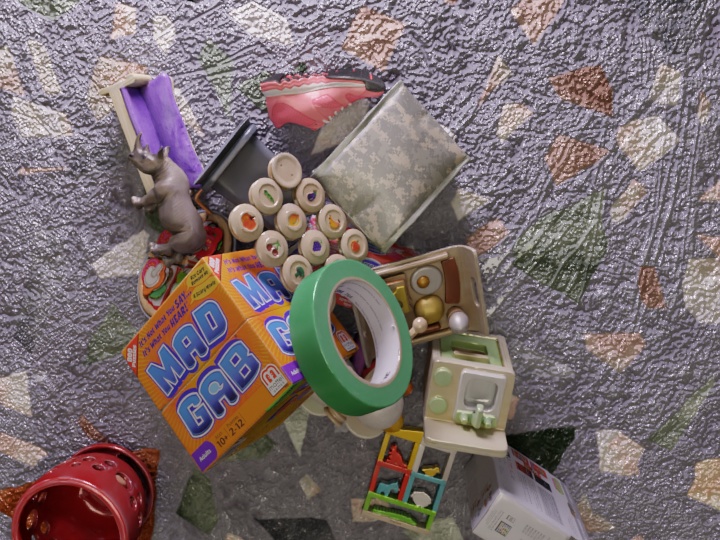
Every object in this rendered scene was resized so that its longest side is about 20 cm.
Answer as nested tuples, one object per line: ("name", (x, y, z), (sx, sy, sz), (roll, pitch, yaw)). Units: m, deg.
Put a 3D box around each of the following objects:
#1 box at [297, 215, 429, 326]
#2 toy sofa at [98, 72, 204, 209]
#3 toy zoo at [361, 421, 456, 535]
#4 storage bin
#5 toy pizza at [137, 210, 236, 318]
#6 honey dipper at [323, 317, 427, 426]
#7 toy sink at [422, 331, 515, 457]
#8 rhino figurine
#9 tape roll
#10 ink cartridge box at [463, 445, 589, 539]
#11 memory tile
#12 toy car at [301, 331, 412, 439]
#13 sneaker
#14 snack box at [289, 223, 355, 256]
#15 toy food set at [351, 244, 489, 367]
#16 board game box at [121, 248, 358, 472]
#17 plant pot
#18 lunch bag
("box", (0.000, 0.000, 1.144), (0.196, 0.100, 0.097), (18, 110, -12))
("toy sofa", (-0.323, -0.208, 1.151), (0.095, 0.083, 0.204), (-17, 101, 8))
("toy zoo", (0.089, 0.354, 1.275), (0.128, 0.020, 0.204), (16, 102, 1))
("storage bin", (-0.168, -0.130, 1.100), (0.134, 0.200, 0.146), (40, 89, -14))
("toy pizza", (-0.282, -0.012, 1.151), (0.198, 0.202, 0.032), (-33, 142, 11))
("honey dipper", (0.027, 0.146, 1.066), (0.038, 0.038, 0.200), (44, 92, -6))
("toy sink", (0.167, 0.179, 1.135), (0.127, 0.201, 0.115), (8, 111, 3))
("rhino figurine", (-0.295, -0.111, 1.099), (0.086, 0.060, 0.204), (-18, 96, 10))
("tape roll", (-0.008, 0.088, 0.968), (0.048, 0.200, 0.203), (-25, 101, 34))
("ink cartridge box", (0.265, 0.382, 1.176), (0.174, 0.200, 0.085), (32, 103, -2))
("memory tile", (-0.080, -0.050, 1.015), (0.200, 0.017, 0.154), (46, 58, -19))
("toy car", (-0.007, 0.175, 1.188), (0.197, 0.175, 0.152), (25, 68, -1))
("sneaker", (-0.056, -0.265, 1.137), (0.195, 0.074, 0.089), (-1, 116, 8))
("snack box", (-0.028, -0.057, 1.192), (0.198, 0.024, 0.073), (-34, 100, 10))
("toy food set", (0.088, 0.058, 1.089), (0.195, 0.061, 0.146), (-15, 114, -2))
("board game box", (-0.164, 0.113, 1.021), (0.200, 0.199, 0.201), (-44, 78, 23))
("plant pot", (-0.459, 0.405, 1.242), (0.195, 0.183, 0.206), (1, 103, 4))
("lunch bag", (0.039, -0.149, 1.102), (0.164, 0.117, 0.200), (45, 81, -6))
